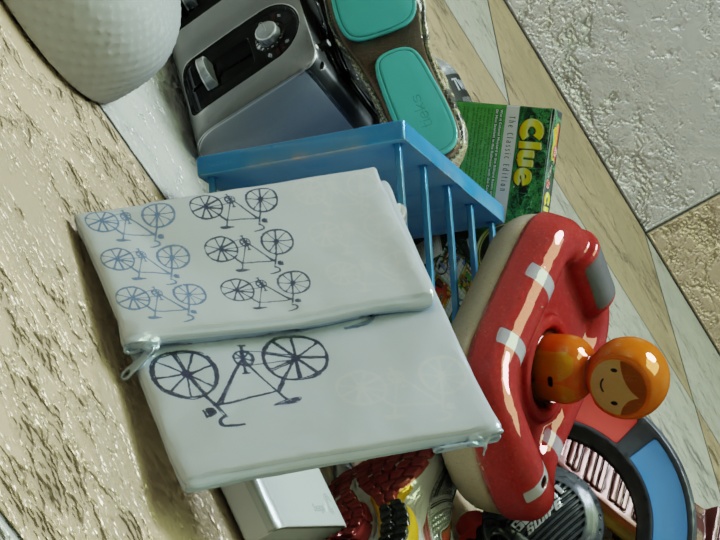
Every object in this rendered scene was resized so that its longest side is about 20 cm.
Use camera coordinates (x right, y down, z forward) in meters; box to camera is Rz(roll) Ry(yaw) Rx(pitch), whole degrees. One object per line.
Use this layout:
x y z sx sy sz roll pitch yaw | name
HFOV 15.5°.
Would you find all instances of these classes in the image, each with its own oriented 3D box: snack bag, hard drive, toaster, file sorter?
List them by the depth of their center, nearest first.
-0.041 0.030 1.424 0.021 0.188 0.200 104 -29 -47 | snack bag
-0.078 0.063 1.523 0.201 0.026 0.132 64 12 12 | hard drive
0.000 0.000 1.690 0.200 0.138 0.123 33 51 -65 | file sorter
-0.048 -0.130 1.854 0.200 0.118 0.181 48 19 -47 | toaster

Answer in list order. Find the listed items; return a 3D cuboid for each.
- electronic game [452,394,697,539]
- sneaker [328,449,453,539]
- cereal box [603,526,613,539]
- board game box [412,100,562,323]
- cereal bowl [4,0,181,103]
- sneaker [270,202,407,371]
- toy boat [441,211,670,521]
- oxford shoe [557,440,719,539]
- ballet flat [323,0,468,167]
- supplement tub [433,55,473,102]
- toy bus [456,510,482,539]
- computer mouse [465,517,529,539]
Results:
0.118 0.164 1.711 0.042 0.199 0.201 84 -17 -70 | electronic game
0.022 0.169 1.612 0.082 0.078 0.200 62 20 -19 | sneaker
0.110 0.138 1.890 0.200 0.040 0.144 47 -19 -30 | cereal box
0.073 -0.014 1.790 0.023 0.104 0.201 19 79 -66 | board game box
-0.169 -0.208 1.618 0.200 0.083 0.200 56 13 -19 | cereal bowl
-0.042 0.023 1.506 0.200 0.087 0.075 -58 162 -50 | sneaker
0.130 0.064 1.651 0.200 0.130 0.131 -64 146 -33 | toy boat
0.190 0.176 1.823 0.200 0.075 0.071 38 46 -12 | oxford shoe
0.019 -0.144 1.763 0.075 0.068 0.201 96 -24 -73 | ballet flat
0.051 -0.086 2.157 0.201 0.122 0.123 63 12 4 | supplement tub
0.145 0.248 1.839 0.192 0.136 0.200 51 -1 46 | toy bus
0.126 0.240 1.632 0.200 0.046 0.141 38 25 -31 | computer mouse
